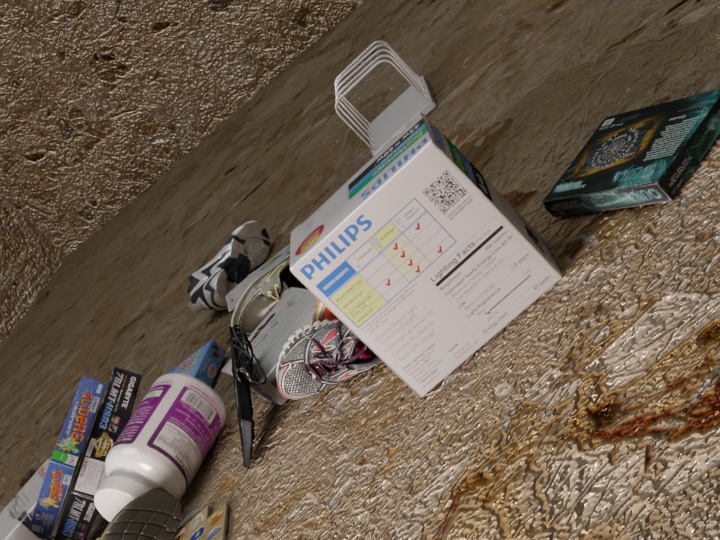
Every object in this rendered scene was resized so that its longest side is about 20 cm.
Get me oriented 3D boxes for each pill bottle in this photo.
[{"bbox_3d":[-0.263,0.238,1.638,0.112,0.112,0.200,-30,22,42],"label":"pill bottle"}]

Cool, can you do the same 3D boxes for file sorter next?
[{"bbox_3d":[0.034,-0.308,2.201,0.139,0.125,0.200,-41,16,12],"label":"file sorter"}]

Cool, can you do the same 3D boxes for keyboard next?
[{"bbox_3d":[-0.138,0.146,1.577,0.040,0.104,0.200,-5,34,-9],"label":"keyboard"}]

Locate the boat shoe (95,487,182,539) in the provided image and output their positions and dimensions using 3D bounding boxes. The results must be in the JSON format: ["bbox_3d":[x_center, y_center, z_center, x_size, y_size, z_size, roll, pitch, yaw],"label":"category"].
[{"bbox_3d":[-0.297,0.346,1.513,0.200,0.076,0.074,-50,13,-18],"label":"boat shoe"}]

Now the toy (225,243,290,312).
[{"bbox_3d":[-0.120,0.002,1.974,0.200,0.047,0.115,-42,13,0],"label":"toy"}]

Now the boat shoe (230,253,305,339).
[{"bbox_3d":[-0.110,0.024,1.849,0.202,0.072,0.060,-45,11,-11],"label":"boat shoe"}]

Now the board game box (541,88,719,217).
[{"bbox_3d":[0.285,-0.118,1.301,0.135,0.028,0.200,-51,18,-18],"label":"board game box"}]

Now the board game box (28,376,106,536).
[{"bbox_3d":[-0.392,0.250,1.680,0.200,0.034,0.135,120,167,-48],"label":"board game box"}]

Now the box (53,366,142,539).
[{"bbox_3d":[-0.364,0.265,1.746,0.200,0.050,0.199,120,167,-51],"label":"box"}]

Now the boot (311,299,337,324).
[{"bbox_3d":[0.012,0.037,1.516,0.075,0.107,0.200,-22,-39,-56],"label":"boot"}]

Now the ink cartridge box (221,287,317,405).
[{"bbox_3d":[-0.097,0.097,1.693,0.163,0.057,0.200,-50,12,-13],"label":"ink cartridge box"}]

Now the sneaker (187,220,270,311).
[{"bbox_3d":[-0.245,-0.001,2.223,0.130,0.079,0.199,-19,39,40],"label":"sneaker"}]

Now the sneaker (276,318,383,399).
[{"bbox_3d":[-0.025,0.092,1.464,0.200,0.081,0.075,-36,21,27],"label":"sneaker"}]

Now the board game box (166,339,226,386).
[{"bbox_3d":[-0.287,0.208,1.904,0.151,0.037,0.200,-36,20,30],"label":"board game box"}]

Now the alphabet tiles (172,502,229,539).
[{"bbox_3d":[-0.212,0.350,1.436,0.166,0.006,0.200,-43,17,11],"label":"alphabet tiles"}]

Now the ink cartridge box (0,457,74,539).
[{"bbox_3d":[-0.493,0.390,1.885,0.200,0.084,0.145,-51,18,-14],"label":"ink cartridge box"}]

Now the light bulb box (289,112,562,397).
[{"bbox_3d":[0.063,-0.017,1.298,0.198,0.200,0.125,-42,17,11],"label":"light bulb box"}]
